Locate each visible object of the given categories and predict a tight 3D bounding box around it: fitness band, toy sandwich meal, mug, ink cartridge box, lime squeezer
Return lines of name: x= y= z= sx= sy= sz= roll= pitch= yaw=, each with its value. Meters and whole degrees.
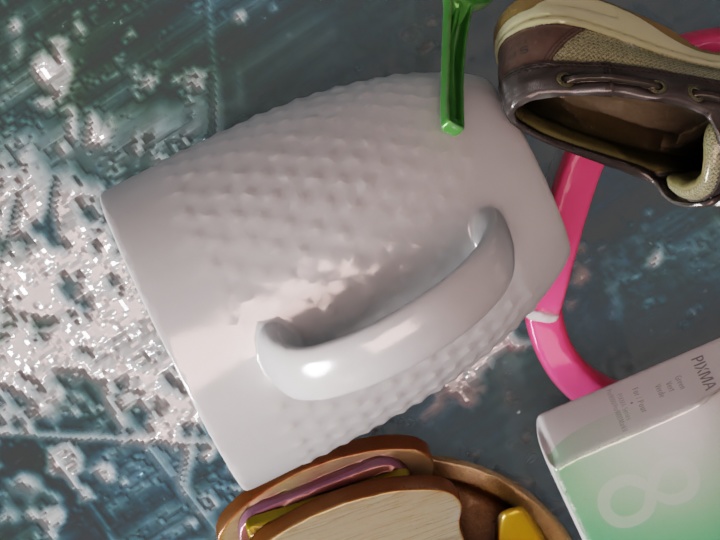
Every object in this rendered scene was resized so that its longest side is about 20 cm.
fitness band: x=0.155 y=-0.016 z=1.062 sx=0.143 sy=0.037 sz=0.200 roll=14 pitch=108 yaw=-6
toy sandwich meal: x=0.022 y=0.175 z=1.099 sx=0.205 sy=0.070 sz=0.205 roll=-1 pitch=107 yaw=-2
mug: x=0.000 y=0.000 z=0.978 sx=0.175 sy=0.200 sz=0.148 roll=-27 pitch=109 yaw=-2
ink cartridge box: x=0.201 y=0.097 z=1.070 sx=0.200 sy=0.050 sz=0.161 roll=-23 pitch=125 yaw=7
lime squeezer: x=0.060 y=-0.146 z=0.991 sx=0.038 sy=0.071 sz=0.200 roll=32 pitch=74 yaw=-40

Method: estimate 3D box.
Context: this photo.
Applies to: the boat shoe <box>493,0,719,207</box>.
boat shoe: x=0.149 y=-0.057 z=0.984 sx=0.200 sy=0.065 sz=0.073 roll=16 pitch=145 yaw=-8
